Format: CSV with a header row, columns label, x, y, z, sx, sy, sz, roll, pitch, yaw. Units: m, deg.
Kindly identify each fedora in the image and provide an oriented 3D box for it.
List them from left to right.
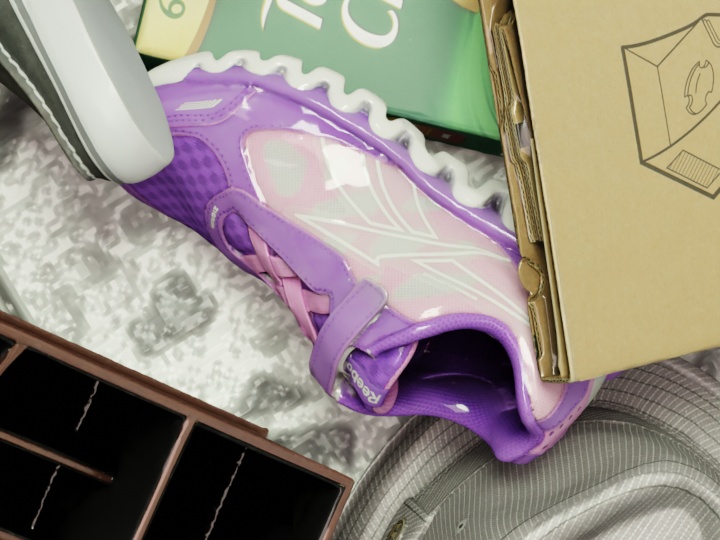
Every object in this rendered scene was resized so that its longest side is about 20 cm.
label,x,y,z,sx,sy,sz,roll,pitch,yaw
fedora,0.075,0.120,0.902,0.177,0.090,0.200,43,86,-2

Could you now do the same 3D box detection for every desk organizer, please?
label,x,y,z,sx,sy,sz,roll,pitch,yaw
desk organizer,-0.107,0.056,0.859,0.200,0.077,0.072,26,86,-29

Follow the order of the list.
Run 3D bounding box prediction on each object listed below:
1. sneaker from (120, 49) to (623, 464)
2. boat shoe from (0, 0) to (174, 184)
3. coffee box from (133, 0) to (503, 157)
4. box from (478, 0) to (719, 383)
label,x,y,z,sx,sy,sz,roll,pitch,yaw
sneaker,0.000,0.000,0.887,0.199,0.081,0.089,26,55,5
boat shoe,-0.125,-0.099,0.887,0.057,0.069,0.200,-34,62,5
coffee box,0.028,-0.107,0.930,0.199,0.044,0.124,15,87,-3
box,0.127,-0.060,0.894,0.199,0.021,0.164,-11,93,-35
